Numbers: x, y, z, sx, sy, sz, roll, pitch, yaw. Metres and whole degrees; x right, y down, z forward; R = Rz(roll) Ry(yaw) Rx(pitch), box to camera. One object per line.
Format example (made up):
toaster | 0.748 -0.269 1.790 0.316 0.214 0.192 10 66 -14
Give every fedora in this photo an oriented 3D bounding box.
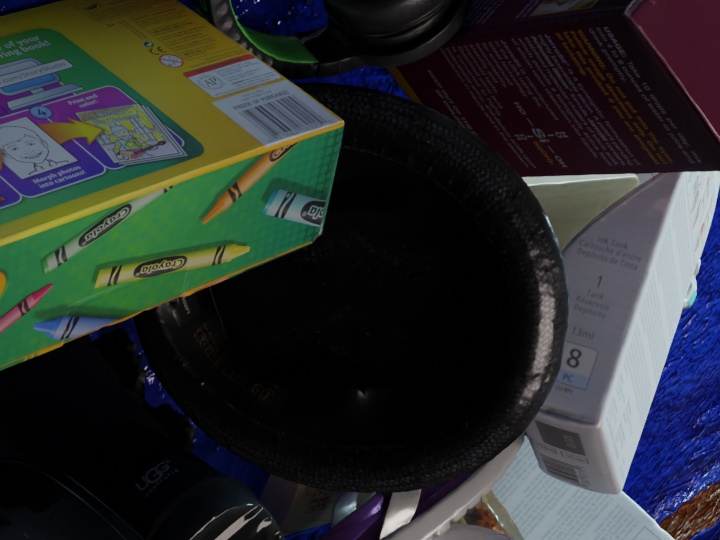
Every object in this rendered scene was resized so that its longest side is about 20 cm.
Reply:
fedora | 0.000 0.000 0.852 0.202 0.200 0.092 -66 172 22

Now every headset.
headset | 0.012 -0.156 0.820 0.199 0.094 0.124 -16 135 -26

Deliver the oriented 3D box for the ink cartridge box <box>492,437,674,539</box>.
ink cartridge box | 0.105 0.195 1.167 0.160 0.200 0.047 -46 161 -12

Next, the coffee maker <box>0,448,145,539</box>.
coffee maker | -0.153 0.172 0.711 0.201 0.134 0.192 -64 172 18

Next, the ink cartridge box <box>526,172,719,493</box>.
ink cartridge box | 0.132 -0.003 0.941 0.160 0.047 0.201 57 50 -69

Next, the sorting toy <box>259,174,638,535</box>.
sorting toy | 0.032 0.024 1.015 0.199 0.069 0.200 -7 127 -51

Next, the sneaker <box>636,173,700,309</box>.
sneaker | 0.167 0.006 1.169 0.075 0.088 0.201 -38 148 -26

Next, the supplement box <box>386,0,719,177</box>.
supplement box | 0.111 -0.107 0.843 0.110 0.200 0.086 -47 112 -20

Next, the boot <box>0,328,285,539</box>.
boot | -0.085 0.113 0.835 0.076 0.168 0.201 -36 138 -15

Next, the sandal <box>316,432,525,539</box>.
sandal | 0.012 0.110 0.953 0.202 0.082 0.050 -39 105 -36

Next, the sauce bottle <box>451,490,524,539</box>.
sauce bottle | 0.002 0.197 1.121 0.200 0.066 0.066 -37 151 5

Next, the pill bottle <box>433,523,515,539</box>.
pill bottle | 0.048 0.222 1.023 0.114 0.114 0.200 -41 159 -20

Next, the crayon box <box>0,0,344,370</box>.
crayon box | -0.118 -0.036 0.691 0.199 0.119 0.059 -23 139 -41
